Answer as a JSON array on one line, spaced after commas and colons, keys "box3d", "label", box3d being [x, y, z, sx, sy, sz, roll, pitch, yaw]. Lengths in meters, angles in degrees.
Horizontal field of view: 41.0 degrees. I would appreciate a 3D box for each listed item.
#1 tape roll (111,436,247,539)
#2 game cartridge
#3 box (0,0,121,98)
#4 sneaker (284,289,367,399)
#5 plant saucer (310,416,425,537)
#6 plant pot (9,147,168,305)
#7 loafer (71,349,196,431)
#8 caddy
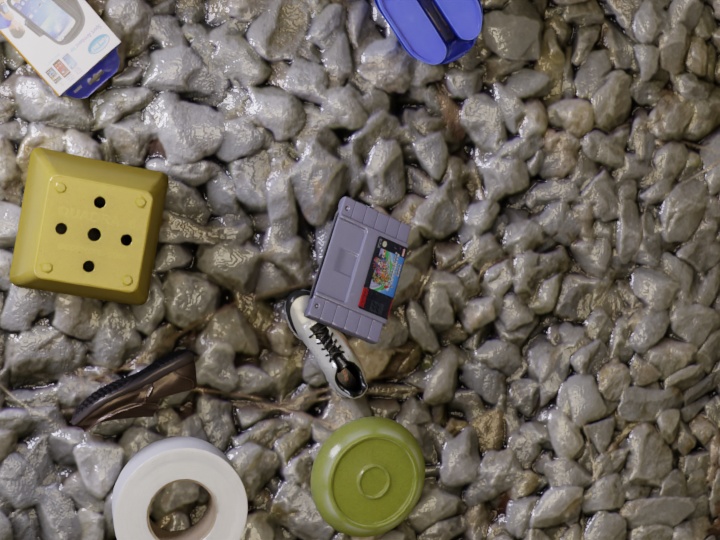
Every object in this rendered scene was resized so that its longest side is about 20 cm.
[{"box3d": [-0.272, 0.357, 1.455, 0.200, 0.071, 0.205, -2, 95, -18], "label": "tape roll"}, {"box3d": [0.000, 0.000, 1.501, 0.129, 0.038, 0.202, 21, 72, -15], "label": "game cartridge"}, {"box3d": [-0.432, -0.341, 1.354, 0.119, 0.041, 0.200, -44, 104, -9], "label": "box"}, {"box3d": [-0.046, 0.115, 1.501, 0.073, 0.080, 0.201, -36, 103, -9], "label": "sneaker"}, {"box3d": [0.018, 0.340, 1.567, 0.198, 0.031, 0.202, -2, 95, -18], "label": "plant saucer"}, {"box3d": [-0.370, -0.053, 1.330, 0.198, 0.176, 0.202, 10, 93, -18], "label": "plant pot"}, {"box3d": [-0.326, 0.190, 1.420, 0.199, 0.073, 0.072, -27, 101, -13], "label": "loafer"}, {"box3d": [0.105, -0.413, 1.487, 0.141, 0.105, 0.201, -33, 105, 11], "label": "caddy"}]
